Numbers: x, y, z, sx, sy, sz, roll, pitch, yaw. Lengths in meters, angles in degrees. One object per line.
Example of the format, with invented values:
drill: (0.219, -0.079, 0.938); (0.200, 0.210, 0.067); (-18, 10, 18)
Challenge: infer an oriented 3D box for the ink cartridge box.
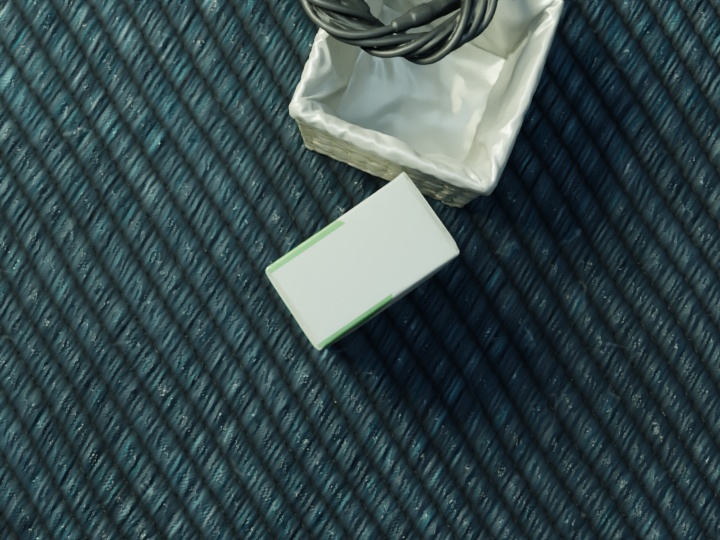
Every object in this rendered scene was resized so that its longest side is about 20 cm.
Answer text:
ink cartridge box: (0.000, 0.000, 0.831); (0.145, 0.200, 0.088); (-35, 85, -3)

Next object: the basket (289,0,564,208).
basket: (0.058, -0.186, 0.862); (0.198, 0.161, 0.200); (22, 87, -1)

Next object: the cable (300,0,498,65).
cable: (0.020, -0.263, 0.768); (0.200, 0.051, 0.164); (11, 90, -5)
